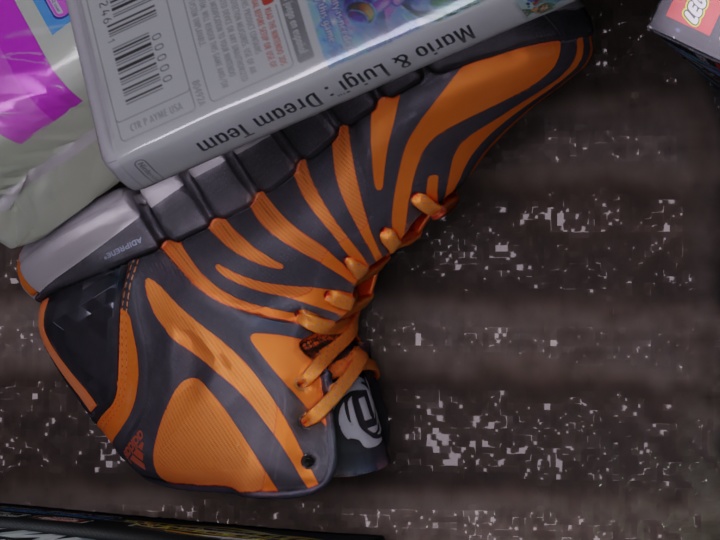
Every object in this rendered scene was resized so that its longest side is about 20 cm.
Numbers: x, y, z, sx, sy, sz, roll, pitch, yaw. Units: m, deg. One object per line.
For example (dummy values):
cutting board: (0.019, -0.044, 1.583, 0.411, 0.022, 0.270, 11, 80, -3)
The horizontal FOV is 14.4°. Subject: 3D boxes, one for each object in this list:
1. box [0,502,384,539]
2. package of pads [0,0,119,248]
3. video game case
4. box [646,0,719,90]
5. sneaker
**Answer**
box: (-0.107, 0.096, 0.813, 0.199, 0.198, 0.050, 5, 89, 14)
package of pads: (-0.066, -0.126, 0.857, 0.200, 0.068, 0.155, -34, 59, 7)
video game case: (-0.007, -0.141, 0.784, 0.182, 0.024, 0.201, -23, 60, 13)
box: (0.148, -0.141, 0.793, 0.038, 0.137, 0.201, 26, 94, 13)
sneaker: (0.000, 0.000, 0.863, 0.200, 0.078, 0.112, -29, 85, 22)
